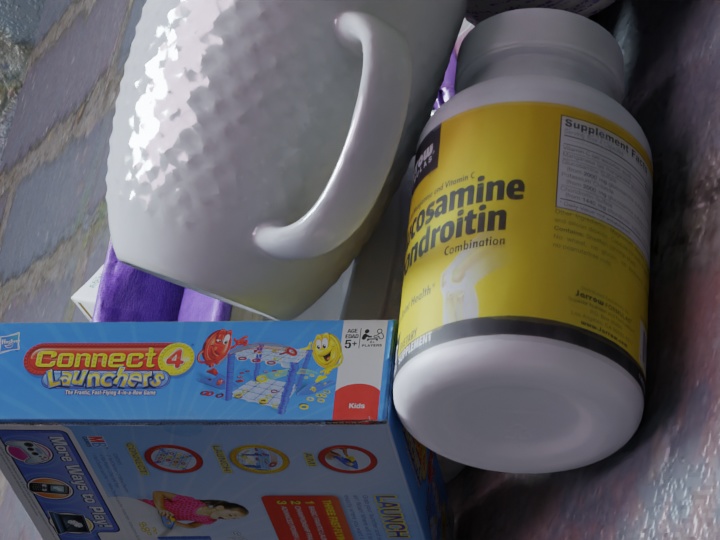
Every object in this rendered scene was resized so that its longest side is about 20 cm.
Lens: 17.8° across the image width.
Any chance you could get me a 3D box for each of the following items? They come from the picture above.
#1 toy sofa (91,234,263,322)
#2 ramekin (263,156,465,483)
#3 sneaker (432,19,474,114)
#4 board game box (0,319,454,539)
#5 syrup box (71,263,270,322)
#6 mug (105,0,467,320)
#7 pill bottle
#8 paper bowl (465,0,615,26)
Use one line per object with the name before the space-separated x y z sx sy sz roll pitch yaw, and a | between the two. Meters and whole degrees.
toy sofa | -0.089 0.000 1.233 0.083 0.097 0.200 138 146 -61
ramekin | 0.011 0.028 1.236 0.200 0.105 0.201 -163 90 -74
sneaker | 0.088 -0.141 1.214 0.088 0.080 0.201 -33 42 49
board game box | -0.064 0.099 1.122 0.200 0.195 0.056 74 -162 -55
syrup box | -0.095 0.025 1.413 0.079 0.081 0.200 -45 20 -18
mug | -0.035 -0.069 1.082 0.200 0.147 0.176 15 84 63
pill bottle | 0.077 -0.017 1.055 0.112 0.112 0.200 130 151 -53
paper bowl | 0.087 -0.223 1.129 0.200 0.104 0.201 -32 41 32
